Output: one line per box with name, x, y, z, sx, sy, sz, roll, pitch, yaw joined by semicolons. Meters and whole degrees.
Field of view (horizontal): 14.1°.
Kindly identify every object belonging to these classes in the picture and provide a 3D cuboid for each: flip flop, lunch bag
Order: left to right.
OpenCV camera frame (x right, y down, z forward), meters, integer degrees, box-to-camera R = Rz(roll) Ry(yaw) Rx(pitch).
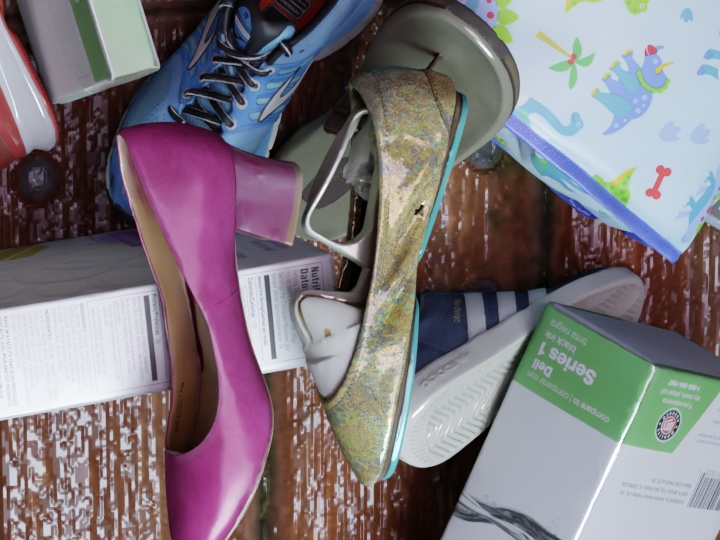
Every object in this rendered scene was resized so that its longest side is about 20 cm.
flip flop;0.009;-0.066;1.469;0.081;0.200;0.058;42;45;-9
lunch bag;0.126;-0.132;1.525;0.200;0.127;0.170;36;88;-32

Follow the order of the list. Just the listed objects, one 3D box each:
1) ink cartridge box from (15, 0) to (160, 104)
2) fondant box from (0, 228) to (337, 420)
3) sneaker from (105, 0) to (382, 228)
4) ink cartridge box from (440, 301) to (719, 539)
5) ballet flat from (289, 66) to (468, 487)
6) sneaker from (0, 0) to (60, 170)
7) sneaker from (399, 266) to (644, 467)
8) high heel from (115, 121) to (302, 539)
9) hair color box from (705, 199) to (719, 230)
ink cartridge box;-0.134;-0.157;1.367;0.048;0.200;0.146;-18;95;-16
fondant box;-0.127;0.021;1.452;0.199;0.144;0.059;-9;103;-19
sneaker;-0.064;-0.108;1.467;0.078;0.090;0.200;34;82;9
ink cartridge box;0.124;0.131;1.566;0.146;0.084;0.201;14;104;-54
ballet flat;0.000;0.000;1.390;0.070;0.071;0.201;11;90;-23
sneaker;-0.235;-0.120;1.418;0.115;0.078;0.201;-32;110;-13
sneaker;0.067;0.034;1.574;0.200;0.084;0.075;-22;132;-39
high heel;-0.089;0.034;1.353;0.096;0.067;0.201;12;81;-32
hair color box;0.275;-0.039;1.638;0.200;0.061;0.099;27;91;-24
